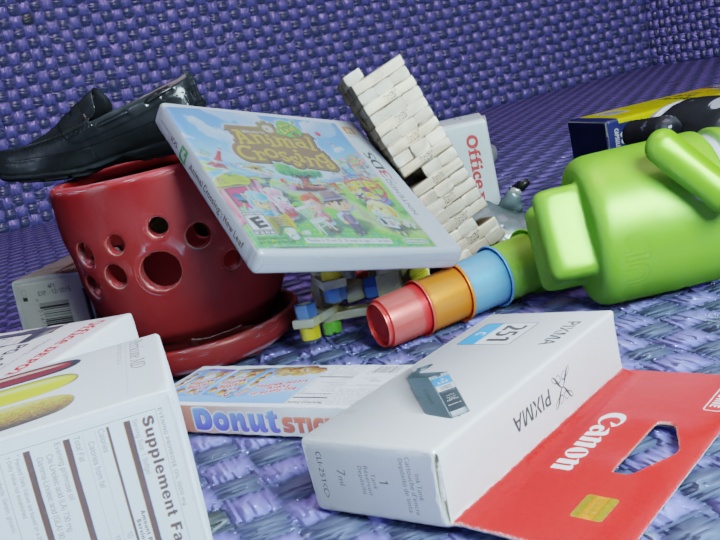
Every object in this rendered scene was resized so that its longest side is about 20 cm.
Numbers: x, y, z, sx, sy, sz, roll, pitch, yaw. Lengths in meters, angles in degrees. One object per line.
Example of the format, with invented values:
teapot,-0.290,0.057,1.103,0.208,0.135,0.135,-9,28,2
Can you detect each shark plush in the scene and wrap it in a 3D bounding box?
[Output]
shark plush,0.149,-0.047,0.873,0.197,0.085,0.091,-6,3,25

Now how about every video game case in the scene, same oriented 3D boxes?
video game case,-0.039,-0.067,0.719,0.198,0.022,0.183,-2,42,-40

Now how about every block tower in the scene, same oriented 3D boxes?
block tower,0.056,-0.094,0.808,0.057,0.202,0.054,-33,5,-6

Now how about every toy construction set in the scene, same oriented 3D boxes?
toy construction set,0.000,0.000,0.851,0.129,0.094,0.201,-13,23,1

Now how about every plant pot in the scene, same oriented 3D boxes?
plant pot,-0.158,-0.013,0.820,0.197,0.186,0.201,-12,12,3

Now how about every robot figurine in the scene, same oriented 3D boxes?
robot figurine,0.332,-0.096,0.841,0.124,0.152,0.200,-30,14,-9
robot figurine,0.232,-0.043,0.708,0.196,0.118,0.176,-13,-13,0

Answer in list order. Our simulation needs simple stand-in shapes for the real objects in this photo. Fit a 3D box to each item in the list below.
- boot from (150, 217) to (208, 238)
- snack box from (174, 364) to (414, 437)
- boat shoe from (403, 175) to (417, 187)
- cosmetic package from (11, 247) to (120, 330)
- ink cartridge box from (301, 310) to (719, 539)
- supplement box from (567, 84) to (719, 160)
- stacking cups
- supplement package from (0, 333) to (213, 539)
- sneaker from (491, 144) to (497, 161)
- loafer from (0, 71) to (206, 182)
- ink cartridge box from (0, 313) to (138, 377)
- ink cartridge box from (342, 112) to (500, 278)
boot,-0.167,-0.045,0.995,0.072,0.200,0.155,-42,7,8
snack box,-0.059,0.089,0.637,0.197,0.025,0.072,-5,15,34
boat shoe,0.010,-0.088,0.873,0.197,0.068,0.057,16,11,4
cosmetic package,-0.257,0.026,0.947,0.086,0.105,0.200,-8,15,17
ink cartridge box,0.096,0.074,0.496,0.174,0.045,0.199,-4,15,42
supplement box,0.351,-0.136,1.026,0.197,0.111,0.110,-15,12,-7
stacking cups,0.097,0.007,0.758,0.197,0.062,0.060,-19,14,-26
supplement package,-0.172,0.118,0.419,0.197,0.111,0.114,-16,13,-14
sneaker,0.152,-0.194,1.627,0.197,0.077,0.092,3,10,28
loafer,-0.231,-0.124,0.806,0.197,0.072,0.068,-13,13,4
ink cartridge box,-0.267,0.102,0.651,0.197,0.086,0.145,-9,13,17
ink cartridge box,0.051,-0.075,0.976,0.196,0.149,0.083,-12,12,6
